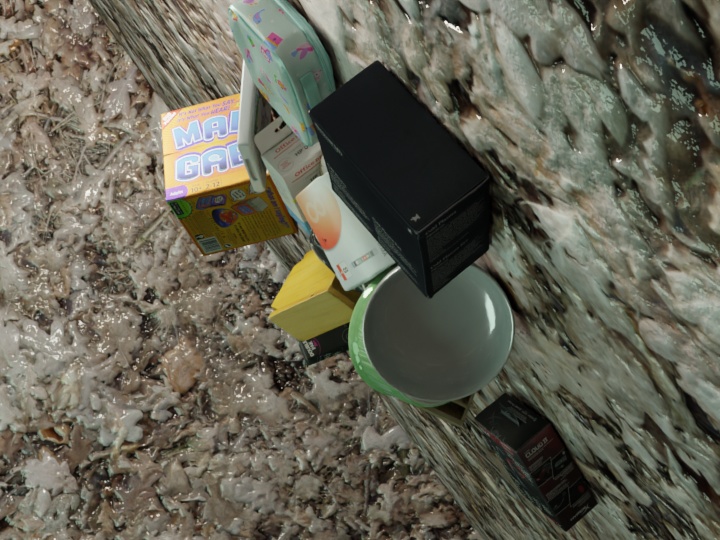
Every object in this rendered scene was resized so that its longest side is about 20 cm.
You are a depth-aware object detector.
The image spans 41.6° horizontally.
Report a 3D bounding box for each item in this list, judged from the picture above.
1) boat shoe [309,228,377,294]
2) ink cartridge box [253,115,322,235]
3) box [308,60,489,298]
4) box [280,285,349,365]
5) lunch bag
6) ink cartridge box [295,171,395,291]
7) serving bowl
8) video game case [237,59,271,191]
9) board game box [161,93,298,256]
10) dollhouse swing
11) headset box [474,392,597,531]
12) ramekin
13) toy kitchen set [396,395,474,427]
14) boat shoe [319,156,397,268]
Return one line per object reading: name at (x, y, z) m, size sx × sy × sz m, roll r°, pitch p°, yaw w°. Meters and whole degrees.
boat shoe at (0.000, 0.000, 1.463) m, size 0.199 × 0.074 × 0.060 m, roll 40°, pitch 151°, yaw -2°
ink cartridge box at (-0.080, -0.162, 1.493) m, size 0.068 × 0.115 × 0.201 m, roll 45°, pitch 168°, yaw 33°
box at (0.050, -0.100, 1.091) m, size 0.200 × 0.104 × 0.183 m, roll 49°, pitch 171°, yaw 22°
box at (-0.037, 0.073, 1.798) m, size 0.124 × 0.197 × 0.151 m, roll 103°, pitch 146°, yaw -79°
lunch bag at (-0.092, -0.269, 1.274) m, size 0.161 × 0.077 × 0.201 m, roll 47°, pitch 169°, yaw 29°
ink cartridge box at (0.000, -0.073, 1.337) m, size 0.164 × 0.050 × 0.200 m, roll 62°, pitch 149°, yaw 2°
serving bowl at (0.100, 0.067, 1.245) m, size 0.201 × 0.198 × 0.066 m, roll 56°, pitch -168°, yaw -17°
video game case at (-0.165, -0.253, 1.509) m, size 0.182 × 0.023 × 0.203 m, roll 82°, pitch -170°, yaw -73°
board game box at (-0.244, -0.182, 1.791) m, size 0.201 × 0.197 × 0.202 m, roll 68°, pitch -169°, yaw -59°
dollhouse swing at (-0.016, 0.060, 1.606) m, size 0.177 × 0.180 × 0.201 m, roll 53°, pitch -148°, yaw -20°
headset box at (0.276, 0.298, 1.529) m, size 0.201 × 0.075 × 0.148 m, roll 57°, pitch 170°, yaw -21°
ramekin at (0.090, 0.097, 1.365) m, size 0.097 × 0.200 × 0.201 m, roll 22°, pitch 149°, yaw 58°
toy kitchen set at (0.143, 0.167, 1.709) m, size 0.178 × 0.165 × 0.200 m, roll 25°, pitch 170°, yaw 1°
boat shoe at (0.003, -0.093, 1.429) m, size 0.068 × 0.074 × 0.202 m, roll -25°, pitch 91°, yaw 60°
